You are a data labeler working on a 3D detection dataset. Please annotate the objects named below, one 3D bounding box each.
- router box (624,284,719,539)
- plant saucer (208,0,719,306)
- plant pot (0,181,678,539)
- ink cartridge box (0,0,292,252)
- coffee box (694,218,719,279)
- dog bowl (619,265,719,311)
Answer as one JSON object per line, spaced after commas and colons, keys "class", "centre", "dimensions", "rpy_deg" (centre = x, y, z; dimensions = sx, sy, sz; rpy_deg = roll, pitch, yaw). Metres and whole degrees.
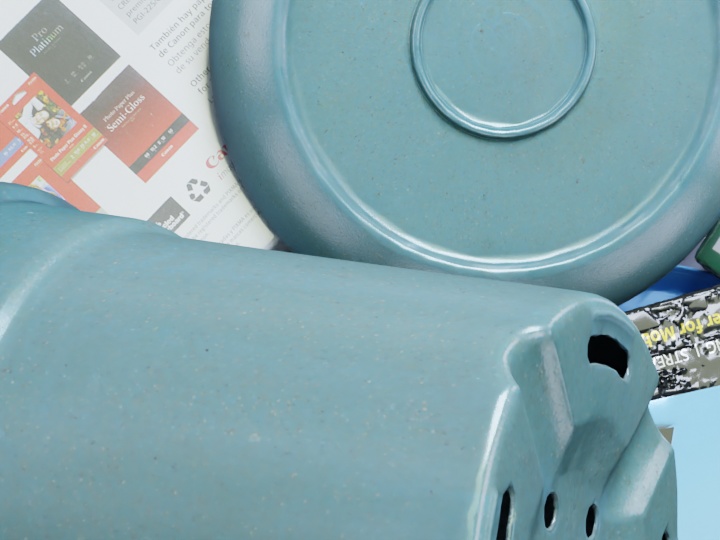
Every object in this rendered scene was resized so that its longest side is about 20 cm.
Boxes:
{"class": "router box", "centre": [0.064, 0.101, 0.787], "dimensions": [0.199, 0.051, 0.150], "rpy_deg": [-16, 80, -7]}
{"class": "plant saucer", "centre": [0.048, -0.077, 0.777], "dimensions": [0.199, 0.027, 0.201], "rpy_deg": [0, 92, -5]}
{"class": "plant pot", "centre": [-0.025, 0.076, 0.633], "dimensions": [0.195, 0.201, 0.201], "rpy_deg": [2, 54, 27]}
{"class": "ink cartridge box", "centre": [-0.078, -0.080, 0.834], "dimensions": [0.176, 0.084, 0.200], "rpy_deg": [43, 77, 3]}
{"class": "coffee box", "centre": [0.203, -0.077, 0.878], "dimensions": [0.044, 0.123, 0.201], "rpy_deg": [34, 98, 9]}
{"class": "dog bowl", "centre": [0.120, 0.096, 0.873], "dimensions": [0.111, 0.050, 0.201], "rpy_deg": [5, 59, -10]}
